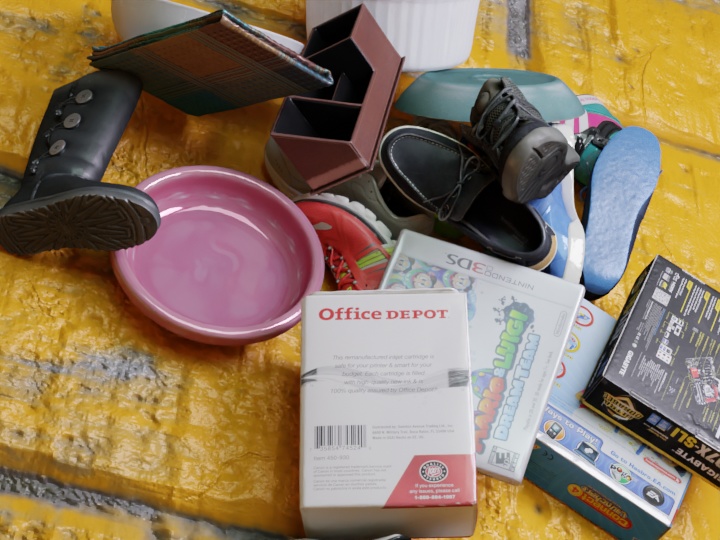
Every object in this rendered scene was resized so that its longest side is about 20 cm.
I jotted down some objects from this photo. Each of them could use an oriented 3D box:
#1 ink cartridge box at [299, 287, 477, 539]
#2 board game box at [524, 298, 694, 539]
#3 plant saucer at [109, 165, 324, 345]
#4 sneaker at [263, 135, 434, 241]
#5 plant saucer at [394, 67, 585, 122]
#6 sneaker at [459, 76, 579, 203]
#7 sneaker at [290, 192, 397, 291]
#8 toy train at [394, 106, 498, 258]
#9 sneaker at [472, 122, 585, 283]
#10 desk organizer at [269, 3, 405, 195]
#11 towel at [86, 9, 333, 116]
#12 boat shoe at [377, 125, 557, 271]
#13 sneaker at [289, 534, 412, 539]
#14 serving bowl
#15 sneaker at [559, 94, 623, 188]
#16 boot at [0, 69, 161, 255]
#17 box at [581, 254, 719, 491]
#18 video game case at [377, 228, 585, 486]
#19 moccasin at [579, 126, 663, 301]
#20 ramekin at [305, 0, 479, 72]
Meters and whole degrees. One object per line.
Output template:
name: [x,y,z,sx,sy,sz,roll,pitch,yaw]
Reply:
ink cartridge box: [0.023,0.123,1.269,0.147,0.083,0.200,-1,60,2]
board game box: [0.231,0.138,1.424,0.200,0.056,0.196,34,46,5]
plant saucer: [-0.135,-0.008,1.373,0.200,0.051,0.201,11,50,-13]
sneaker: [-0.005,-0.090,1.482,0.200,0.092,0.076,36,47,8]
plant saucer: [0.135,-0.186,1.547,0.200,0.036,0.200,1,15,0]
sneaker: [0.135,-0.121,1.350,0.114,0.076,0.199,42,13,9]
sneaker: [0.000,0.000,1.424,0.200,0.077,0.085,35,55,9]
toy train: [0.103,-0.085,1.548,0.200,0.085,0.116,26,62,2]
sneaker: [0.157,-0.060,1.465,0.111,0.077,0.200,4,67,-11]
desk organizer: [-0.020,-0.171,1.451,0.077,0.072,0.200,52,32,-28]
towel: [-0.142,-0.192,1.396,0.147,0.200,0.022,25,68,-41]
boat shoe: [0.102,-0.072,1.401,0.200,0.062,0.075,39,89,9]
sneaker: [0.001,0.242,1.205,0.200,0.088,0.076,7,51,-18]
serving bowl: [-0.161,-0.226,1.497,0.200,0.066,0.200,17,5,-1]
sneaker: [0.232,-0.126,1.637,0.200,0.084,0.121,-18,52,-37]
boot: [-0.236,-0.106,1.365,0.165,0.066,0.200,-2,42,18]
box: [0.317,0.094,1.431,0.160,0.049,0.200,33,45,0]
video game case: [0.090,0.076,1.354,0.182,0.024,0.200,18,69,10]
moccasin: [0.260,-0.061,1.569,0.080,0.068,0.200,24,67,4]
ramekin: [0.034,-0.281,1.609,0.200,0.098,0.200,3,21,-1]
